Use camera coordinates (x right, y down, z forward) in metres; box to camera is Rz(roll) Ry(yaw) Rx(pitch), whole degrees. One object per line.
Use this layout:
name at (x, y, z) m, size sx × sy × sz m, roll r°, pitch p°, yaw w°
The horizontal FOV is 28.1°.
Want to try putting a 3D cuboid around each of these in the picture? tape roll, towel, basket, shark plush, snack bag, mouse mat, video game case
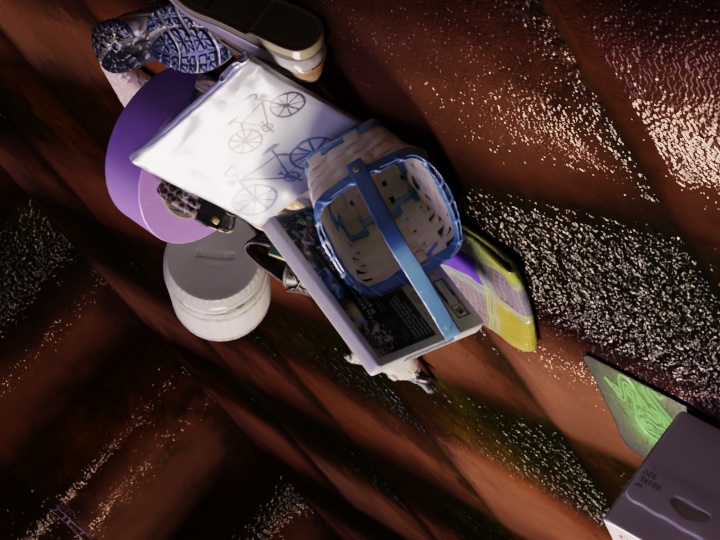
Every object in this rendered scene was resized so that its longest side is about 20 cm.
tape roll at (-0.200, -0.136, 1.674) m, size 0.065 × 0.200 × 0.201 m, roll 31°, pitch 161°, yaw 33°
towel at (-0.267, -0.204, 1.988) m, size 0.199 × 0.032 × 0.192 m, roll 35°, pitch 163°, yaw 25°
towel at (0.130, 0.012, 1.581) m, size 0.143 × 0.023 × 0.201 m, roll 36°, pitch 164°, yaw 27°
basket at (0.030, -0.043, 1.423) m, size 0.177 × 0.138 × 0.201 m, roll 59°, pitch -174°, yaw -48°
shark plush at (0.052, 0.104, 2.024) m, size 0.199 × 0.091 × 0.083 m, roll 31°, pitch -165°, yaw -30°
snack bag at (-0.111, -0.128, 1.459) m, size 0.199 × 0.188 × 0.022 m, roll 25°, pitch -140°, yaw -42°
mouse mat at (0.327, 0.176, 1.563) m, size 0.160 × 0.008 × 0.201 m, roll 28°, pitch 158°, yaw 43°
video game case at (0.015, 0.006, 1.527) m, size 0.201 × 0.181 × 0.023 m, roll 53°, pitch 130°, yaw 18°

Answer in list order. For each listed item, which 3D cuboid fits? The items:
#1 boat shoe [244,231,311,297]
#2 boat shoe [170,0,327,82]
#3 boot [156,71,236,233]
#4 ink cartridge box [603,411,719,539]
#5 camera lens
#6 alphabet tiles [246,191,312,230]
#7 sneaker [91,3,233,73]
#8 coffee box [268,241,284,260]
boat shoe at (-0.083, 0.003, 1.986) m, size 0.199 × 0.064 × 0.073 m, roll 35°, pitch 136°, yaw 34°
boat shoe at (-0.119, -0.245, 1.413) m, size 0.199 × 0.075 × 0.069 m, roll 35°, pitch 158°, yaw 22°
boot at (-0.119, -0.111, 1.580) m, size 0.198 × 0.152 × 0.073 m, roll 28°, pitch -168°, yaw 1°
ink cartridge box at (0.363, 0.274, 1.461) m, size 0.146 × 0.145 × 0.201 m, roll 26°, pitch 158°, yaw 37°
camera lens at (-0.217, 0.009, 2.190) m, size 0.160 × 0.160 × 0.200 m, roll 39°, pitch 165°, yaw 11°
alphabet tiles at (-0.045, -0.050, 1.719) m, size 0.198 × 0.015 × 0.195 m, roll 2°, pitch 157°, yaw 39°
sneaker at (-0.204, -0.268, 1.591) m, size 0.198 × 0.085 × 0.078 m, roll 6°, pitch 121°, yaw 33°
coffee box at (0.000, 0.000, 1.671) m, size 0.122 × 0.045 × 0.199 m, roll 17°, pitch 176°, yaw 42°
